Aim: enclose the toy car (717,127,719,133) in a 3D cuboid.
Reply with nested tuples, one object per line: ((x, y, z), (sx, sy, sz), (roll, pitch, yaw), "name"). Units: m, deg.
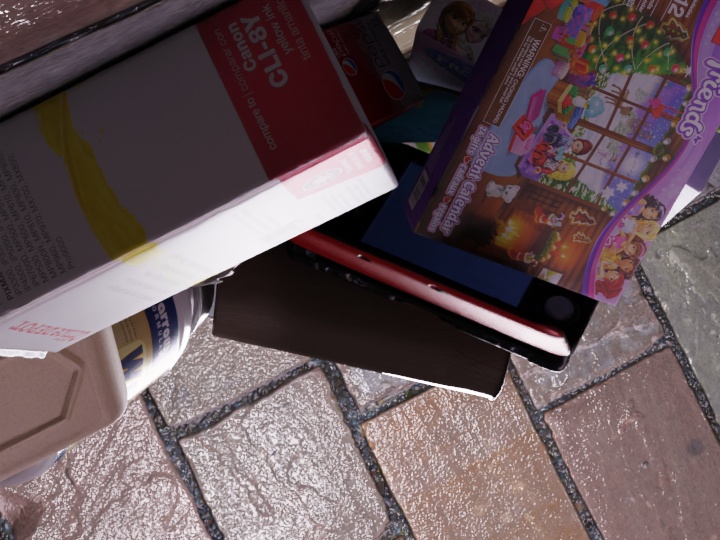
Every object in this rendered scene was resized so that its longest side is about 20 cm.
((0.158, -0.154, 1.177), (0.200, 0.165, 0.158), (-11, -165, 39), "toy car")

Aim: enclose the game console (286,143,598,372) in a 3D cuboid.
((0.056, -0.028, 1.016), (0.173, 0.200, 0.119), (-58, 165, -34), "game console")

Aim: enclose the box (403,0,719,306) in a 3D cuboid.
((0.129, -0.090, 0.917), (0.039, 0.136, 0.200), (-107, -140, -61), "box")

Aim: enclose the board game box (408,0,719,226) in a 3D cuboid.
((0.123, -0.095, 1.064), (0.041, 0.200, 0.200), (-59, 176, -9), "board game box")

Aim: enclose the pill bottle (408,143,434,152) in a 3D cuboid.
((0.123, -0.166, 1.469), (0.200, 0.111, 0.111), (-27, -178, 6), "pill bottle")

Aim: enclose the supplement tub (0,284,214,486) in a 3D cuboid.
((-0.203, 0.036, 1.090), (0.144, 0.145, 0.200), (-25, -169, 42), "supplement tub")

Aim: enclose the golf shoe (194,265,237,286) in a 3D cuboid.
((-0.096, -0.054, 0.915), (0.092, 0.073, 0.200), (0, 151, -25), "golf shoe")

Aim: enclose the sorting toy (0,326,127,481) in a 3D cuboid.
((-0.233, 0.049, 0.914), (0.200, 0.186, 0.036), (-30, -139, -27), "sorting toy")

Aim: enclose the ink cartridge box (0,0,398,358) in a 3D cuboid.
((-0.094, -0.040, 0.751), (0.200, 0.084, 0.145), (-27, 173, 3), "ink cartridge box")

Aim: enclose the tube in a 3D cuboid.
((0.031, -0.101, 1.029), (0.077, 0.051, 0.200), (-1, -172, -39), "tube")

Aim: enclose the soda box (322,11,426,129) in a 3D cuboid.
((-0.060, -0.086, 1.000), (0.200, 0.064, 0.070), (-26, -178, 41), "soda box")

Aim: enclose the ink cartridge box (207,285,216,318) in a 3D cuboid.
((-0.143, 0.008, 1.300), (0.199, 0.044, 0.094), (8, -175, 23), "ink cartridge box")

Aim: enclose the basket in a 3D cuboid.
((0.000, 0.000, 1.144), (0.199, 0.136, 0.181), (7, -139, -5), "basket")
